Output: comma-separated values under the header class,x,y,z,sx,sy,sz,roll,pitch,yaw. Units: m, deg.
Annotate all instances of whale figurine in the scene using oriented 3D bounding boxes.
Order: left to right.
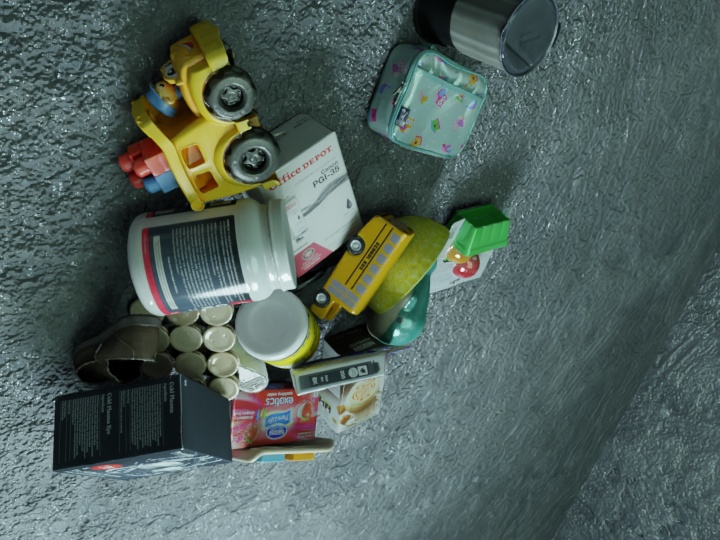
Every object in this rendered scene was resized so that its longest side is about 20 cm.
class,x,y,z,sx,sy,sz,roll,pitch,yaw
whale figurine,0.098,0.057,1.240,0.200,0.104,0.159,-55,-177,-7

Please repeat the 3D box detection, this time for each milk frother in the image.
class,x,y,z,sx,sy,sz,roll,pitch,yaw
milk frother,0.205,-0.417,0.932,0.180,0.188,0.200,-27,136,-26

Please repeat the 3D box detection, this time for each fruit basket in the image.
class,x,y,z,sx,sy,sz,roll,pitch,yaw
fruit basket,0.221,-0.043,1.339,0.185,0.094,0.200,-16,145,-34

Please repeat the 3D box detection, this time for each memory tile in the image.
class,x,y,z,sx,sy,sz,roll,pitch,yaw
memory tile,-0.266,0.123,0.983,0.153,0.017,0.201,-1,120,-6

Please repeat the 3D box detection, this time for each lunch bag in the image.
class,x,y,z,sx,sy,sz,roll,pitch,yaw
lunch bag,0.113,-0.277,1.042,0.200,0.077,0.161,5,116,-45

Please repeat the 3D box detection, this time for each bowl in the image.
class,x,y,z,sx,sy,sz,roll,pitch,yaw
bowl,0.054,-0.033,1.137,0.108,0.200,0.200,41,89,-8

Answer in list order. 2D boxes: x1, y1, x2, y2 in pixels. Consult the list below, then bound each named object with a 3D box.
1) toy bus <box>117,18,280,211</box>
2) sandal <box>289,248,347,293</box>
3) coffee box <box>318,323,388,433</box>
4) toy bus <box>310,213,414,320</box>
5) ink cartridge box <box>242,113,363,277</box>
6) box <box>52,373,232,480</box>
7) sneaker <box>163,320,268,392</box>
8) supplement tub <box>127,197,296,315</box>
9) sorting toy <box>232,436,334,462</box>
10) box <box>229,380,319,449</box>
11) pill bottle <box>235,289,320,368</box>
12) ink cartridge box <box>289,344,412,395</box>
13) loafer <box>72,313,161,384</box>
class,x,y,z,sx,sy,sz,roll,pitch,yaw
toy bus,-0.216,-0.178,0.789,0.191,0.136,0.200,-23,134,-7
sandal,-0.089,0.009,1.072,0.200,0.076,0.043,-21,94,-31
coffee box,-0.017,0.222,1.309,0.114,0.080,0.201,-19,132,-33
toy bus,0.000,0.000,1.039,0.200,0.078,0.065,-57,172,17
ink cartridge box,-0.092,-0.112,0.972,0.146,0.083,0.200,-38,139,-18
box,-0.306,0.234,0.924,0.181,0.104,0.200,-12,158,5
sneaker,-0.241,0.128,1.049,0.073,0.085,0.200,-41,123,18
supplement tub,-0.194,-0.021,0.853,0.199,0.141,0.141,-9,132,-2
sorting toy,-0.178,0.332,1.178,0.200,0.185,0.037,9,78,-48
box,-0.178,0.256,1.148,0.200,0.095,0.100,9,85,-46
pill bottle,-0.127,0.101,1.045,0.112,0.112,0.200,-45,167,-6
ink cartridge box,-0.021,0.168,1.103,0.199,0.198,0.044,-12,86,-9
loafer,-0.341,0.124,0.876,0.073,0.071,0.200,10,149,-39
